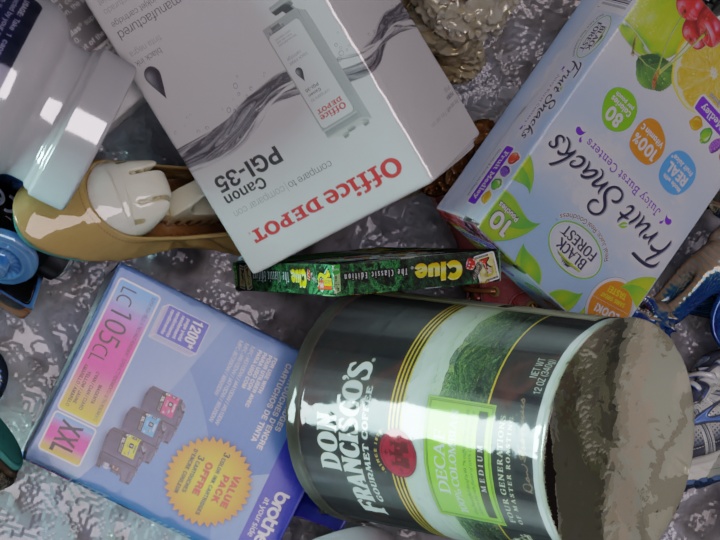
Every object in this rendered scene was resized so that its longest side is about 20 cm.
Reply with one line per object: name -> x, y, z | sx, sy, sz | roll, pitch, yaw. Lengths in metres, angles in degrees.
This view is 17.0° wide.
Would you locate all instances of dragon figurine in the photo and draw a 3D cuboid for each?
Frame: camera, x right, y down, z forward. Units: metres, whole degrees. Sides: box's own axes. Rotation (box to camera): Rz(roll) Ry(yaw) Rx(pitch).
dragon figurine -> 0.247, 0.018, 1.570 | 0.200, 0.059, 0.100 | 15, 110, -38

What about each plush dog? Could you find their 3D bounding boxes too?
plush dog -> 0.013, -0.129, 1.514 | 0.199, 0.160, 0.173 | 9, 92, 19

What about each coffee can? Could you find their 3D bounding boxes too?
coffee can -> 0.076, 0.090, 1.434 | 0.146, 0.200, 0.147 | -7, 99, -47

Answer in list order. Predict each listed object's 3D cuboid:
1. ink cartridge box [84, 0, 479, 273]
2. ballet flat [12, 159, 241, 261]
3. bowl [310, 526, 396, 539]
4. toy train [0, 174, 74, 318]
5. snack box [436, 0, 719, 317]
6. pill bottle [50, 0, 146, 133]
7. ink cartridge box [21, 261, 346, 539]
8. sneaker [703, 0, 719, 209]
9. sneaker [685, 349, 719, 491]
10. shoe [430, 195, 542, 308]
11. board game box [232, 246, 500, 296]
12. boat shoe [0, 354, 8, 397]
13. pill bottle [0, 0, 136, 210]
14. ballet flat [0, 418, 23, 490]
ink cartridge box -> -0.045, -0.120, 1.423 | 0.146, 0.083, 0.200 | -27, 100, 30
ballet flat -> -0.121, -0.045, 1.476 | 0.200, 0.063, 0.069 | -3, 66, -45
bowl -> -0.029, 0.278, 1.485 | 0.199, 0.075, 0.200 | -24, 115, -10
toy train -> -0.272, -0.041, 1.467 | 0.200, 0.114, 0.087 | 31, 46, -21
snack box -> 0.156, -0.074, 1.482 | 0.142, 0.053, 0.200 | 41, 81, -34
pill bottle -> -0.213, -0.168, 1.486 | 0.113, 0.113, 0.200 | -40, 95, -9
ink cartridge box -> -0.094, 0.099, 1.515 | 0.199, 0.076, 0.137 | 26, 84, -9
sneaker -> 0.208, -0.085, 1.580 | 0.090, 0.066, 0.200 | 34, 84, -13
sneaker -> 0.221, 0.099, 1.576 | 0.199, 0.077, 0.086 | -8, 80, -17
shoe -> 0.091, 0.024, 1.550 | 0.091, 0.071, 0.200 | -41, 98, -12
board game box -> 0.000, 0.000, 1.463 | 0.104, 0.200, 0.024 | -8, 93, -18
boat shoe -> -0.314, 0.044, 1.482 | 0.199, 0.069, 0.084 | 18, 85, -8
pill bottle -> -0.236, -0.121, 1.376 | 0.199, 0.116, 0.116 | 28, 84, -8
ballet flat -> -0.275, 0.063, 1.433 | 0.075, 0.068, 0.200 | -24, 120, 5
